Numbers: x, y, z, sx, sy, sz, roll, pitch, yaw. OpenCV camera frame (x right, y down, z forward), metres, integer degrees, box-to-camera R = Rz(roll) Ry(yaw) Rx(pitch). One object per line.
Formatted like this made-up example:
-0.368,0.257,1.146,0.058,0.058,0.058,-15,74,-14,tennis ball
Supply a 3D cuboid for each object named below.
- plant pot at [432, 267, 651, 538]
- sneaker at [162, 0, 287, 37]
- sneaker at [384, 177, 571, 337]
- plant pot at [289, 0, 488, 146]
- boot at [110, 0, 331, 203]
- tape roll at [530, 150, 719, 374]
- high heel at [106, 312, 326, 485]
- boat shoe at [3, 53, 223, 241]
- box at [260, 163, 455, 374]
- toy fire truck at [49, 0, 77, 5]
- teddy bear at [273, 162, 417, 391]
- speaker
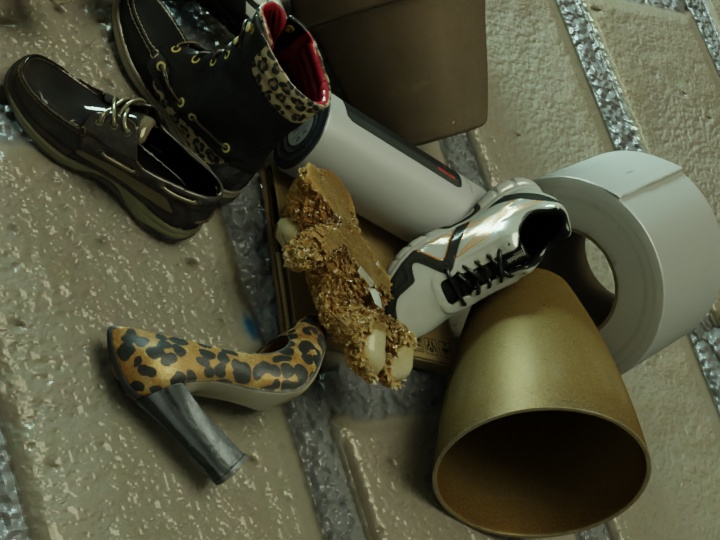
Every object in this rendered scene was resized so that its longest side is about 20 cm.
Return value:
0.150,0.101,1.408,0.186,0.186,0.201,30,39,-30,plant pot
-0.131,-0.240,1.421,0.073,0.111,0.201,-125,-164,-61,sneaker
0.100,-0.009,1.397,0.200,0.080,0.074,-41,121,-13,sneaker
0.046,-0.210,1.512,0.200,0.199,0.176,-25,102,-51,plant pot
-0.116,-0.174,1.318,0.073,0.150,0.201,-14,74,-50,boot
0.231,-0.005,1.537,0.139,0.202,0.204,-22,81,-50,tape roll
-0.106,0.054,1.241,0.143,0.071,0.200,49,42,-9,high heel
-0.188,-0.108,1.258,0.200,0.073,0.075,38,42,-23,boat shoe
0.000,0.000,1.427,0.199,0.021,0.165,15,55,-40,box
-0.253,-0.256,1.276,0.198,0.049,0.142,16,43,-19,toy fire truck
-0.019,0.012,1.317,0.201,0.067,0.145,60,22,6,teddy bear
0.021,-0.082,1.426,0.199,0.081,0.082,29,46,-31,speaker
